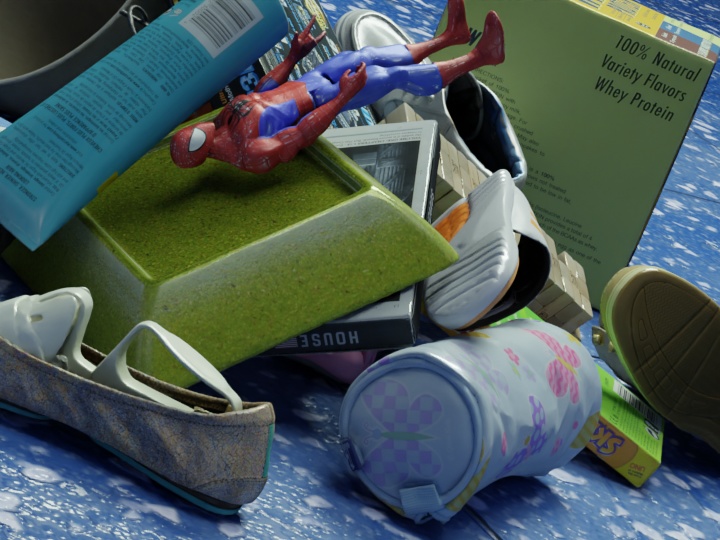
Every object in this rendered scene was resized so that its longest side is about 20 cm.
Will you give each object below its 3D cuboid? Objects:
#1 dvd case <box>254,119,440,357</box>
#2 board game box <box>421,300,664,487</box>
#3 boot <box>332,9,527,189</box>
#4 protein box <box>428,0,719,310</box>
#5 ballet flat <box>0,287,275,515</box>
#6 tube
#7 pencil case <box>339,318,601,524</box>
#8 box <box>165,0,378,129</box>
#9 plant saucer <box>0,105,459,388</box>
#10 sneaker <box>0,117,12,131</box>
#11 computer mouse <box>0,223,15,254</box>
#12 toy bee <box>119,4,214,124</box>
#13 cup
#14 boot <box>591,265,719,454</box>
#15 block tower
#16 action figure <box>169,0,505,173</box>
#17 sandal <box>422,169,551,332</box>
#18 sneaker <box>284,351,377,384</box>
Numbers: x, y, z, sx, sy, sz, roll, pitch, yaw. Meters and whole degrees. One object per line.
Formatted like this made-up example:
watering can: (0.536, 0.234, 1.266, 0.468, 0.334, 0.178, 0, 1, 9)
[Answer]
dvd case: (-0.035, -0.019, 1.510, 0.149, 0.025, 0.200, -4, 33, 9)
board game box: (0.100, 0.048, 1.620, 0.200, 0.030, 0.096, 42, 15, -2)
boot: (0.051, -0.114, 1.783, 0.073, 0.096, 0.201, -19, 66, -29)
protein box: (0.138, -0.111, 1.988, 0.198, 0.201, 0.135, 24, 15, 4)
ballet flat: (-0.129, 0.048, 1.303, 0.199, 0.068, 0.068, 24, 14, 6)
tube: (-0.127, -0.091, 1.452, 0.200, 0.051, 0.077, -40, 52, -21)
pencil case: (0.065, 0.078, 1.446, 0.091, 0.083, 0.200, 66, 24, 5)
box: (-0.045, -0.110, 1.725, 0.159, 0.046, 0.201, 15, 47, -64)
plant saucer: (-0.080, -0.028, 1.471, 0.199, 0.048, 0.200, -24, 35, -19)
sneaker: (-0.263, -0.073, 1.547, 0.199, 0.079, 0.089, 23, 3, -26)
computer mouse: (-0.245, -0.024, 1.432, 0.138, 0.053, 0.200, 28, 28, 13)
toy bee: (-0.120, -0.082, 1.731, 0.200, 0.108, 0.131, 50, 21, -20)
cup: (-0.176, -0.170, 1.815, 0.200, 0.200, 0.143, 37, -6, 44)
boot: (0.189, 0.042, 1.699, 0.200, 0.073, 0.155, 40, 2, -36)
block tower: (0.070, -0.023, 1.701, 0.200, 0.054, 0.058, 41, 25, -31)
action figure: (-0.018, -0.102, 1.480, 0.199, 0.052, 0.065, -28, 40, -20)
sandal: (0.071, 0.006, 1.504, 0.059, 0.079, 0.207, 47, 13, -13)
sneaker: (0.000, 0.000, 1.609, 0.079, 0.096, 0.200, 20, 14, 2)
